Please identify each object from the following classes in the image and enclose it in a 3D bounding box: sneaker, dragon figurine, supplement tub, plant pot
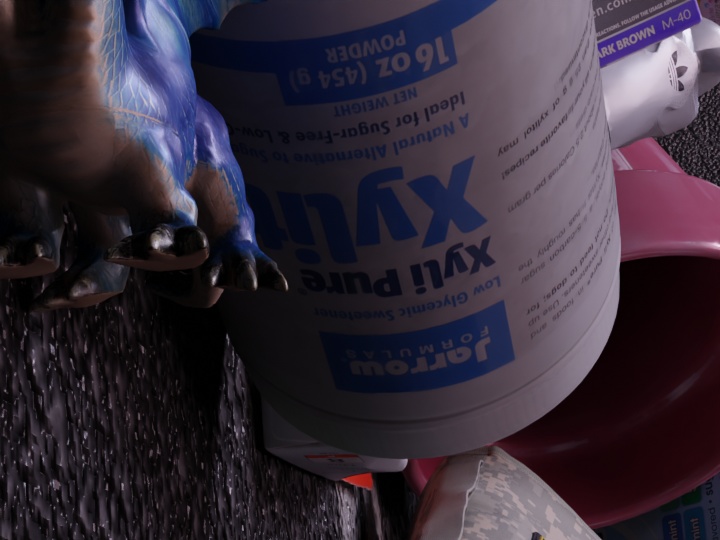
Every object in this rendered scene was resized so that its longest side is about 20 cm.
[{"bbox_3d":[0.070,-0.086,0.842,0.200,0.114,0.076,22,-53,59],"label":"sneaker"},{"bbox_3d":[-0.051,-0.045,0.433,0.200,0.058,0.100,33,54,-76],"label":"dragon figurine"},{"bbox_3d":[0.004,-0.054,0.567,0.201,0.131,0.133,73,14,-48],"label":"supplement tub"},{"bbox_3d":[0.091,-0.002,0.971,0.201,0.199,0.180,74,-3,-48],"label":"plant pot"}]

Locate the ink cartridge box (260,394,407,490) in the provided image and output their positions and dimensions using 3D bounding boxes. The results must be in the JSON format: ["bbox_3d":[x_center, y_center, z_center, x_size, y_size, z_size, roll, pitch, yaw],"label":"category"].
[{"bbox_3d":[0.000,0.000,0.778,0.200,0.050,0.164,38,47,-74],"label":"ink cartridge box"}]

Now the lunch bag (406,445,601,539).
[{"bbox_3d":[0.063,0.187,0.845,0.164,0.117,0.202,-55,135,-72],"label":"lunch bag"}]

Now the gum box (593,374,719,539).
[{"bbox_3d":[0.127,0.144,1.048,0.044,0.199,0.171,22,57,-43],"label":"gum box"}]

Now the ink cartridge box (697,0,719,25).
[{"bbox_3d":[0.076,-0.185,0.911,0.047,0.199,0.198,-63,143,-41],"label":"ink cartridge box"}]

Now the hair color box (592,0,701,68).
[{"bbox_3d":[0.044,-0.139,0.776,0.200,0.109,0.065,-111,176,-57],"label":"hair color box"}]
